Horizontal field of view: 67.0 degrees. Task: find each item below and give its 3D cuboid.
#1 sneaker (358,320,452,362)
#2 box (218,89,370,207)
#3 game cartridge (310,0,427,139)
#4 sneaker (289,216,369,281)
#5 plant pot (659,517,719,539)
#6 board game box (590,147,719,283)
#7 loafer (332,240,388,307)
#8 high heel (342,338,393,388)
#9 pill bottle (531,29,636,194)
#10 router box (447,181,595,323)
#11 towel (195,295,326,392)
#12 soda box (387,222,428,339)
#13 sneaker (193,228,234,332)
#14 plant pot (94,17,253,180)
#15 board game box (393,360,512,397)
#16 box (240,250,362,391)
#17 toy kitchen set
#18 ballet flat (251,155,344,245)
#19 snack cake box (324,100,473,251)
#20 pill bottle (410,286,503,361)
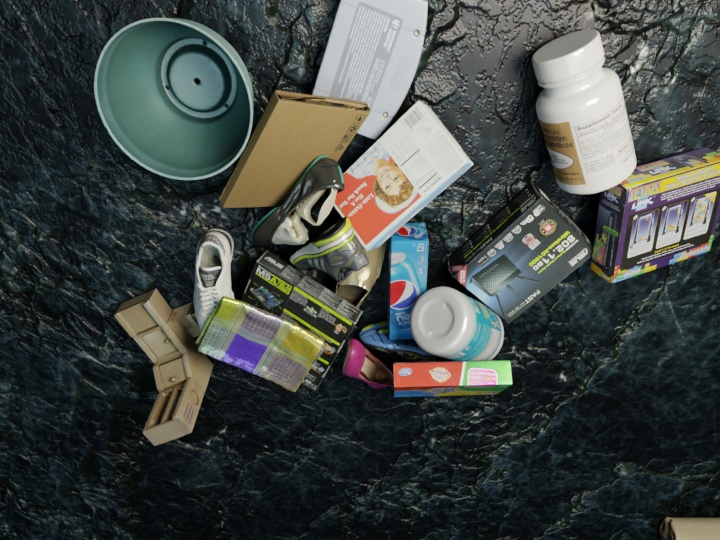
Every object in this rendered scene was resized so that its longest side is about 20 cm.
[{"bbox_3d":[0.090,0.153,1.026,0.197,0.071,0.084,14,123,-7],"label":"sneaker"},{"bbox_3d":[-0.095,-0.164,0.776,0.162,0.021,0.200,-9,151,-44],"label":"box"},{"bbox_3d":[0.013,-0.296,0.770,0.132,0.041,0.202,20,120,-8],"label":"game cartridge"},{"bbox_3d":[-0.052,-0.018,0.863,0.074,0.200,0.081,-39,99,-22],"label":"sneaker"},{"bbox_3d":[0.827,0.671,1.292,0.180,0.201,0.203,4,123,11],"label":"plant pot"},{"bbox_3d":[0.467,-0.086,0.853,0.197,0.057,0.167,-15,121,-13],"label":"board game box"},{"bbox_3d":[0.000,0.000,0.933,0.075,0.068,0.202,12,121,-7],"label":"loafer"},{"bbox_3d":[0.021,0.173,0.998,0.095,0.068,0.200,11,164,8],"label":"high heel"},{"bbox_3d":[0.312,-0.221,0.768,0.113,0.115,0.201,-22,119,13],"label":"pill bottle"},{"bbox_3d":[0.269,-0.025,0.920,0.149,0.062,0.200,35,116,-21],"label":"router box"},{"bbox_3d":[-0.169,0.129,0.927,0.198,0.023,0.144,28,123,-16],"label":"towel"},{"bbox_3d":[0.080,0.021,0.946,0.063,0.068,0.203,-1,122,1],"label":"soda box"},{"bbox_3d":[-0.253,0.034,0.920,0.075,0.081,0.203,-1,105,-8],"label":"sneaker"},{"bbox_3d":[-0.235,-0.245,0.743,0.197,0.135,0.203,0,123,0],"label":"plant pot"},{"bbox_3d":[0.157,0.196,0.973,0.196,0.041,0.153,-2,161,3],"label":"board game box"},{"bbox_3d":[-0.121,0.094,0.962,0.198,0.048,0.194,31,123,3],"label":"box"},{"bbox_3d":[-0.328,0.153,0.964,0.161,0.181,0.202,-21,119,12],"label":"toy kitchen set"},{"bbox_3d":[-0.095,-0.084,0.823,0.200,0.068,0.069,-44,72,31],"label":"ballet flat"},{"bbox_3d":[0.056,-0.138,0.819,0.199,0.067,0.116,-40,83,21],"label":"snack cake box"},{"bbox_3d":[0.178,0.103,0.942,0.110,0.112,0.199,-38,146,21],"label":"pill bottle"}]
